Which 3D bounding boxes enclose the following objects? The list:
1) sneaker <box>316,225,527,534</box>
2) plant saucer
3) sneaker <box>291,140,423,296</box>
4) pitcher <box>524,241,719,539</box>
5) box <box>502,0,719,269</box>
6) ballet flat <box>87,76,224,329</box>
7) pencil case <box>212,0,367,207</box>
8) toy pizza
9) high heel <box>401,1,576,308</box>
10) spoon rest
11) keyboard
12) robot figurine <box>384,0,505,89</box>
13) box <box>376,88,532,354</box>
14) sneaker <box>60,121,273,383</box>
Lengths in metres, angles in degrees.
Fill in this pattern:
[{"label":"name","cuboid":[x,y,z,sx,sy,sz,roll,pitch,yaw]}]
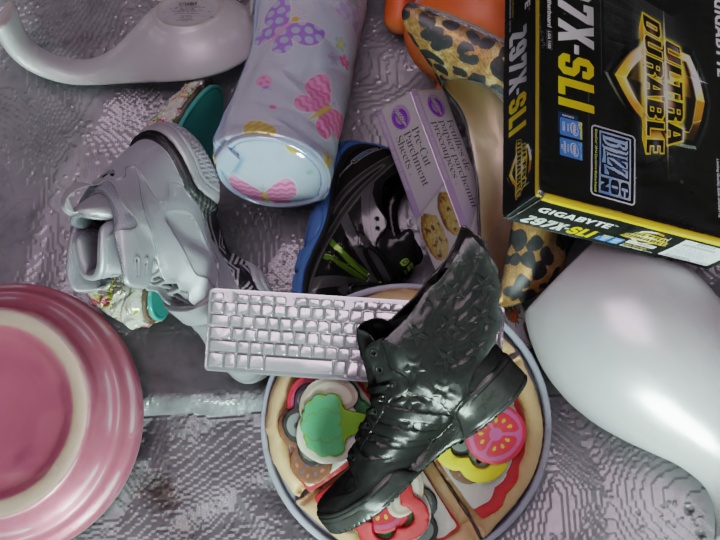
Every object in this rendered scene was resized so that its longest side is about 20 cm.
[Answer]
[{"label":"sneaker","cuboid":[0.026,0.073,0.980,0.200,0.060,0.104,-39,98,10]},{"label":"plant saucer","cuboid":[-0.259,0.105,1.097,0.200,0.051,0.201,-2,77,10]},{"label":"sneaker","cuboid":[0.000,0.000,1.092,0.083,0.071,0.200,6,72,15]},{"label":"pitcher","cuboid":[0.225,0.056,1.033,0.200,0.121,0.172,45,62,7]},{"label":"box","cuboid":[0.172,-0.113,0.993,0.160,0.049,0.200,12,67,-21]},{"label":"ballet flat","cuboid":[-0.158,-0.055,1.130,0.064,0.076,0.200,8,72,20]},{"label":"pencil case","cuboid":[-0.049,-0.143,1.104,0.083,0.091,0.200,-27,43,42]},{"label":"toy pizza","cuboid":[0.031,0.109,1.037,0.200,0.032,0.200,0,97,2]},{"label":"high heel","cuboid":[0.076,-0.075,1.024,0.200,0.071,0.143,38,78,-19]},{"label":"spoon rest","cuboid":[-0.174,-0.176,1.171,0.200,0.061,0.099,1,42,5]},{"label":"keyboard","cuboid":[-0.005,0.046,1.016,0.200,0.011,0.056,3,84,8]},{"label":"robot figurine","cuboid":[0.092,-0.216,1.121,0.144,0.117,0.200,10,74,-2]},{"label":"box","cuboid":[0.069,-0.031,1.082,0.041,0.039,0.200,-25,82,42]},{"label":"sneaker","cuboid":[-0.134,0.007,1.053,0.115,0.075,0.200,-37,113,-41]}]
